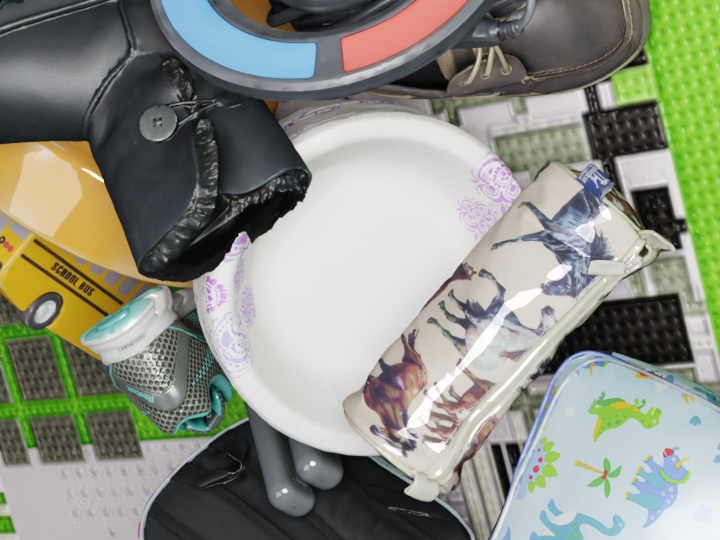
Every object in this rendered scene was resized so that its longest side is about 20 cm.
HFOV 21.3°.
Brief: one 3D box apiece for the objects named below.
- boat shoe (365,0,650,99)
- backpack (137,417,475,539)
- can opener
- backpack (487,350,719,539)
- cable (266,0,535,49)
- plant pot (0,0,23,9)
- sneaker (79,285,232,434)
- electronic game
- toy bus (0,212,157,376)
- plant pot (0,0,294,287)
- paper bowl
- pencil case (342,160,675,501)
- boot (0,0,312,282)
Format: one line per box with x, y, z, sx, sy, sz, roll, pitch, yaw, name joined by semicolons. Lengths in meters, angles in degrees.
0.069;-0.125;1.086;0.200;0.073;0.075;-8;102;39;boat shoe
-0.037;0.193;1.219;0.200;0.177;0.151;38;154;28;backpack
-0.060;0.069;1.211;0.053;0.066;0.200;-46;39;22;can opener
0.173;0.152;1.038;0.200;0.147;0.183;21;80;23;backpack
0.025;-0.195;1.058;0.200;0.051;0.163;1;69;32;cable
-0.295;-0.231;1.254;0.196;0.200;0.200;45;128;5;plant pot
-0.117;0.063;1.211;0.078;0.200;0.091;-33;88;7;sneaker
-0.015;-0.169;0.997;0.200;0.200;0.042;23;156;29;electronic game
-0.195;0.004;1.275;0.065;0.200;0.078;38;88;29;toy bus
-0.127;-0.120;1.175;0.200;0.200;0.183;36;109;21;plant pot
0.000;0.000;1.126;0.104;0.200;0.201;-139;40;-70;paper bowl
0.077;0.032;1.051;0.200;0.078;0.089;-49;32;0;pencil case
-0.142;-0.067;1.032;0.200;0.076;0.168;-24;68;-1;boot
